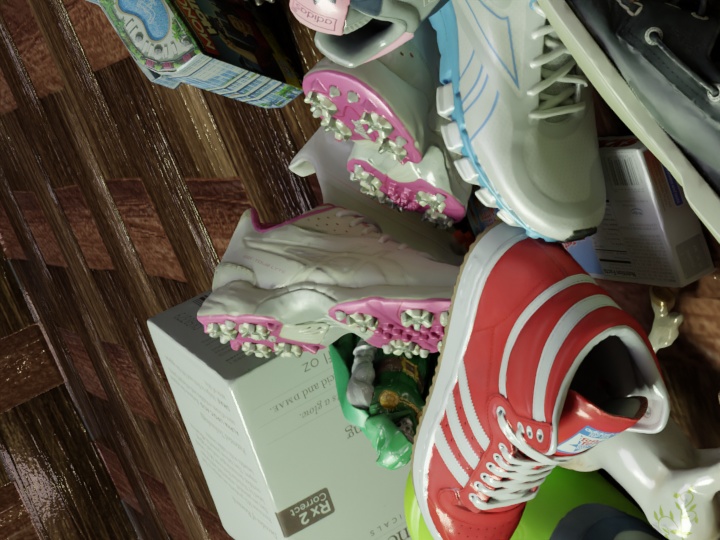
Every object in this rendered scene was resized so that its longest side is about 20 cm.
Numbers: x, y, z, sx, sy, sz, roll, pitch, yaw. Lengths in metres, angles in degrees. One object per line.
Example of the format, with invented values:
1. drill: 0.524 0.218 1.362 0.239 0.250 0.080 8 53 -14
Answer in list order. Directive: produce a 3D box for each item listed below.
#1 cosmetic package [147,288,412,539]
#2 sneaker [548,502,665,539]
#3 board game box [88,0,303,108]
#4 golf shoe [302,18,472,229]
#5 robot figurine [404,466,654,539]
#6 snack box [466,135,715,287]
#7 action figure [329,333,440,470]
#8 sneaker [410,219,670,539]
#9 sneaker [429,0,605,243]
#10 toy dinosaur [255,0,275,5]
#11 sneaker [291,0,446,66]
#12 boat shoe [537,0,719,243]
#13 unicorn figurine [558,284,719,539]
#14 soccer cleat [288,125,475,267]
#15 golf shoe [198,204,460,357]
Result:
1. cosmetic package: -0.032 0.108 1.102 0.165 0.165 0.200 26 139 59
2. sneaker: 0.173 0.188 0.774 0.200 0.070 0.082 41 166 -36
3. board game box: -0.152 -0.199 1.013 0.200 0.062 0.200 58 -160 17
4. golf shoe: 0.032 -0.086 0.787 0.075 0.092 0.200 23 169 16
5. robot figurine: 0.102 0.162 0.901 0.200 0.116 0.176 42 153 51
6. snack box: 0.109 -0.033 0.782 0.200 0.024 0.072 8 122 66
7. action figure: 0.023 0.056 0.915 0.055 0.118 0.200 -52 19 27
8. sneaker: 0.086 0.086 0.721 0.112 0.071 0.200 45 138 48
9. sneaker: 0.078 -0.112 0.681 0.087 0.075 0.200 -23 85 55
10. toy dinosaur: -0.017 -0.212 0.808 0.136 0.086 0.200 116 142 -53
11. sneaker: 0.004 -0.134 0.573 0.070 0.082 0.200 36 177 14
12. boat shoe: 0.138 -0.077 0.602 0.200 0.066 0.074 56 -169 19
13. unicorn figurine: 0.142 0.077 0.753 0.200 0.074 0.138 -118 30 -45
14. soccer cleat: 0.028 -0.013 0.915 0.200 0.078 0.069 59 -168 23
15. golf shoe: 0.000 0.000 0.845 0.200 0.092 0.075 -1 156 25
